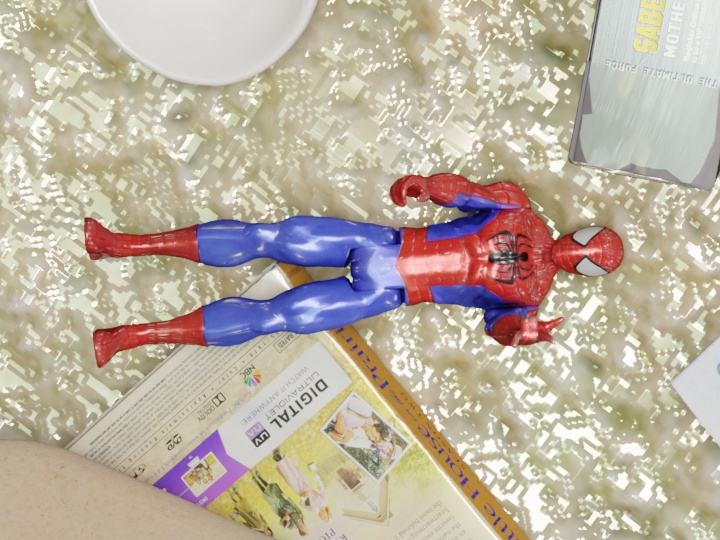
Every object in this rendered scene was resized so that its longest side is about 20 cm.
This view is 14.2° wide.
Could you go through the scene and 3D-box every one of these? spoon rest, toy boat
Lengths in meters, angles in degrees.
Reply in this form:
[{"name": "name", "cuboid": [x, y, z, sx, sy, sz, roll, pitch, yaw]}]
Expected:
[{"name": "spoon rest", "cuboid": [-0.039, -0.162, 1.056, 0.099, 0.061, 0.201, 29, 107, 8]}, {"name": "toy boat", "cuboid": [-0.108, 0.156, 1.092, 0.199, 0.131, 0.131, 23, 136, 12]}]

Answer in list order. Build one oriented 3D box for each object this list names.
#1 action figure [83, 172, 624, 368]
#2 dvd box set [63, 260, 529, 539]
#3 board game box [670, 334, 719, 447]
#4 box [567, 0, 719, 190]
[{"name": "action figure", "cuboid": [0.000, 0.000, 1.044, 0.199, 0.099, 0.066, -5, 89, -3]}, {"name": "dvd box set", "cuboid": [-0.017, 0.115, 1.121, 0.146, 0.029, 0.200, -42, 88, 19]}, {"name": "board game box", "cuboid": [0.235, 0.050, 0.959, 0.200, 0.041, 0.200, -47, 71, 29]}, {"name": "box", "cuboid": [0.116, -0.124, 0.947, 0.048, 0.200, 0.159, 12, 105, 9]}]
